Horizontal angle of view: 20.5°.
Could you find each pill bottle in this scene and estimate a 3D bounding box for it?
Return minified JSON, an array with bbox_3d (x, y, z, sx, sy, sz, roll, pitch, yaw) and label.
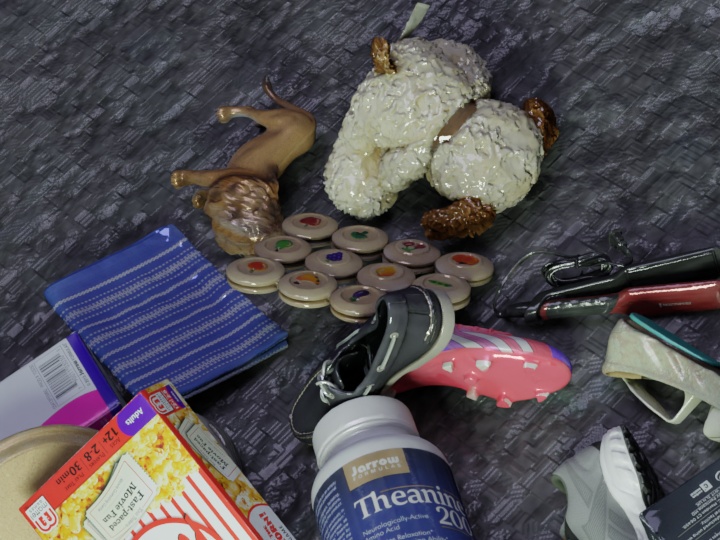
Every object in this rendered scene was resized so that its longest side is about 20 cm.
[{"bbox_3d":[0.026,0.194,1.497,0.111,0.111,0.200,-23,48,5],"label":"pill bottle"}]

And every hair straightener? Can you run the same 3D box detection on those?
[{"bbox_3d":[0.203,0.007,1.628,0.200,0.041,0.077,-11,49,22],"label":"hair straightener"}]

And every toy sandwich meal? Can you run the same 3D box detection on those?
[{"bbox_3d":[-0.248,0.218,1.584,0.205,0.205,0.070,-41,11,-11],"label":"toy sandwich meal"}]

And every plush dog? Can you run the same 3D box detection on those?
[{"bbox_3d":[0.080,-0.120,1.723,0.172,0.161,0.200,35,70,15],"label":"plush dog"}]

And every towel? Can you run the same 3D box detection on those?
[{"bbox_3d":[-0.173,0.038,1.745,0.145,0.024,0.200,-27,44,-24],"label":"towel"}]

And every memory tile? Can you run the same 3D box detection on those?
[{"bbox_3d":[0.000,0.000,1.668,0.200,0.017,0.153,15,29,23],"label":"memory tile"}]

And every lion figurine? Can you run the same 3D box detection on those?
[{"bbox_3d":[-0.089,-0.099,1.811,0.122,0.072,0.200,8,60,36],"label":"lion figurine"}]

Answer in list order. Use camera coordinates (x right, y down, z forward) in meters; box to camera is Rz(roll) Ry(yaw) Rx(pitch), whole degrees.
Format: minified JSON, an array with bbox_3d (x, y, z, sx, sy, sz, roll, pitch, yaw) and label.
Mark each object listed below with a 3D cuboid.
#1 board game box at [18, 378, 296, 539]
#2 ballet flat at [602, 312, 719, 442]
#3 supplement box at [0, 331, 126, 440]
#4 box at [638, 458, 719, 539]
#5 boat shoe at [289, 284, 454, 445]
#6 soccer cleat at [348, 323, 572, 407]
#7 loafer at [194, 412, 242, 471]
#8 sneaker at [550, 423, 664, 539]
[{"bbox_3d":[-0.139,0.206,1.486,0.151,0.046,0.200,-44,82,24],"label":"board game box"},{"bbox_3d":[0.267,0.097,1.516,0.200,0.067,0.062,31,97,42],"label":"ballet flat"},{"bbox_3d":[-0.284,0.163,1.667,0.200,0.103,0.101,-33,47,-6],"label":"supplement box"},{"bbox_3d":[0.290,0.238,1.285,0.104,0.200,0.182,-33,48,-5],"label":"box"},{"bbox_3d":[-0.008,0.074,1.562,0.200,0.063,0.073,-43,53,39],"label":"boat shoe"},{"bbox_3d":[0.077,0.065,1.615,0.200,0.067,0.077,-3,48,25],"label":"soccer cleat"},{"bbox_3d":[-0.115,0.199,1.575,0.070,0.070,0.200,-25,47,3],"label":"loafer"},{"bbox_3d":[0.191,0.207,1.450,0.079,0.074,0.200,-27,40,14],"label":"sneaker"}]
